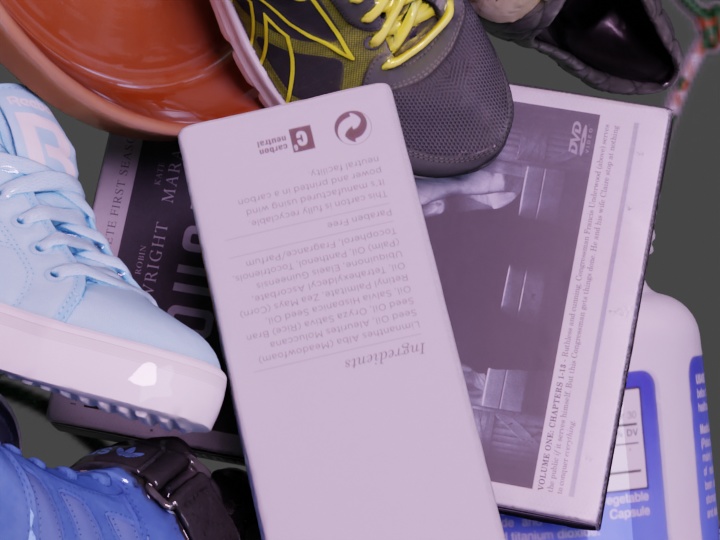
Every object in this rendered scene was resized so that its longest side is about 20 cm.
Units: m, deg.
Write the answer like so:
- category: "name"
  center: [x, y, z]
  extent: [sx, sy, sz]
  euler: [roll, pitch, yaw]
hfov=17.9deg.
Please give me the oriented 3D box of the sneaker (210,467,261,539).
- category: "sneaker"
  center: [-0.024, 0.113, 0.788]
  extent: [0.199, 0.070, 0.100]
  euler: [-14, 78, 5]

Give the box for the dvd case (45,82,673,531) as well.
- category: "dvd case"
  center: [0.000, 0.000, 0.809]
  extent: [0.199, 0.025, 0.151]
  euler: [10, 79, 9]

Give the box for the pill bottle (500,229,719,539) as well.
- category: "pill bottle"
  center: [0.076, 0.069, 0.860]
  extent: [0.112, 0.112, 0.201]
  euler: [-4, 87, -29]

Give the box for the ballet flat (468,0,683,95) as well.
- category: "ballet flat"
  center: [0.085, -0.104, 0.848]
  extent: [0.057, 0.200, 0.067]
  euler: [41, 102, 15]

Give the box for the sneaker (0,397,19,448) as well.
- category: "sneaker"
  center: [-0.142, 0.131, 0.724]
  extent: [0.070, 0.108, 0.201]
  euler: [32, 73, -32]

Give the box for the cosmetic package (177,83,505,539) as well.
- category: "cosmetic package"
  center: [-0.001, 0.056, 0.718]
  extent: [0.071, 0.102, 0.201]
  euler: [-13, 69, -3]

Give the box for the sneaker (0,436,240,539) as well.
- category: "sneaker"
  center: [-0.103, 0.073, 0.685]
  extent: [0.200, 0.077, 0.111]
  euler: [54, 40, -19]

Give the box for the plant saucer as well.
- category: "plant saucer"
  center: [-0.075, -0.143, 0.766]
  extent: [0.200, 0.032, 0.202]
  euler: [7, 80, -47]

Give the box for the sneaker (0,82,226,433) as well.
- category: "sneaker"
  center: [-0.113, -0.016, 0.713]
  extent: [0.074, 0.199, 0.082]
  euler: [21, 94, -58]

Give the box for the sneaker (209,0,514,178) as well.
- category: "sneaker"
  center: [-0.012, -0.099, 0.733]
  extent: [0.200, 0.084, 0.075]
  euler: [45, 74, -27]
